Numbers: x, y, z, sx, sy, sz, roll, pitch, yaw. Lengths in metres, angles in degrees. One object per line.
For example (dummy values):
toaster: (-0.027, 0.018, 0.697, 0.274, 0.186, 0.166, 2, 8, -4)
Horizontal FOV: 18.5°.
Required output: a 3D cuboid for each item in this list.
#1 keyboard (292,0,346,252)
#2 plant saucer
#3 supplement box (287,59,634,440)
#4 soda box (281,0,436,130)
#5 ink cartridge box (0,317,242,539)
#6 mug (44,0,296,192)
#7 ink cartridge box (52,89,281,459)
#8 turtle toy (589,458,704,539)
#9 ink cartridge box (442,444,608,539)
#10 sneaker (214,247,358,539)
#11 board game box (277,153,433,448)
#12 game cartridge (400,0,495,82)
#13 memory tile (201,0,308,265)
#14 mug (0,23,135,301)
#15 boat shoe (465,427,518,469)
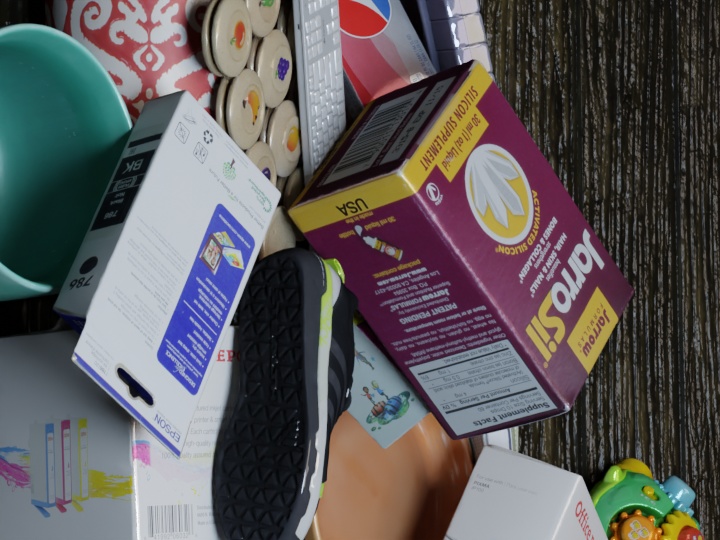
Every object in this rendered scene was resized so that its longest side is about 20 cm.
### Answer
keyboard: (-0.023, -0.106, 1.425, 0.056, 0.011, 0.200, -34, 126, -56)
plant saucer: (0.014, 0.163, 1.605, 0.200, 0.037, 0.200, 10, 77, -51)
supplement box: (0.067, -0.011, 1.425, 0.200, 0.103, 0.131, 54, 43, -21)
soda box: (-0.025, -0.195, 1.516, 0.063, 0.070, 0.200, -25, 84, -22)
ink cartridge box: (-0.139, 0.111, 1.337, 0.129, 0.125, 0.200, 6, 79, -52)
mug: (-0.115, -0.092, 1.379, 0.177, 0.133, 0.200, 3, 85, -15)
ink cartridge box: (-0.113, 0.003, 1.258, 0.099, 0.039, 0.200, 49, 44, -34)
turtle toy: (0.241, 0.252, 1.835, 0.146, 0.101, 0.200, -35, 113, -49)
ink cartridge box: (0.102, 0.249, 1.609, 0.200, 0.083, 0.147, -64, 154, -21)
sneaker: (-0.029, 0.082, 1.323, 0.083, 0.072, 0.200, 30, 61, -49)
board game box: (0.000, 0.000, 1.517, 0.200, 0.064, 0.148, 45, 43, 1)
game cartridge: (0.037, -0.153, 1.562, 0.038, 0.200, 0.130, -11, 97, -20)
memory tile: (-0.051, -0.106, 1.396, 0.153, 0.017, 0.200, -57, 145, -50)
mug: (-0.224, -0.072, 1.261, 0.152, 0.114, 0.185, -37, 114, -48)
boat shoe: (0.099, 0.067, 1.688, 0.062, 0.072, 0.200, -9, 91, -22)
